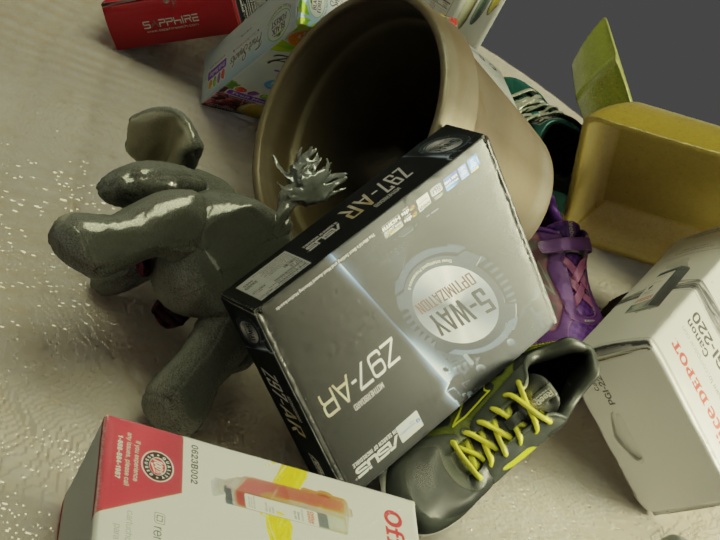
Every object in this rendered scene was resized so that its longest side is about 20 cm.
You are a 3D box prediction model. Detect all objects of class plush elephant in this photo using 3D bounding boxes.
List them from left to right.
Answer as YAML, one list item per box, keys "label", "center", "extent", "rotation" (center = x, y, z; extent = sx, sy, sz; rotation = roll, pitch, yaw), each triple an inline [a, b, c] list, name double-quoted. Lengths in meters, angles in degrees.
- label: "plush elephant"
  center: [-0.120, -0.018, 0.995]
  extent: [0.200, 0.155, 0.165]
  rotation: [-41, 114, -19]

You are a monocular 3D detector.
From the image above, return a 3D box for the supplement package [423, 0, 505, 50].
- label: "supplement package"
  center: [0.068, -0.312, 1.481]
  extent: [0.151, 0.200, 0.152]
  rotation: [38, 34, 12]

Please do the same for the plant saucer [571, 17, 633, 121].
- label: "plant saucer"
  center: [0.248, -0.126, 1.416]
  extent: [0.200, 0.048, 0.200]
  rotation: [-74, 144, -69]

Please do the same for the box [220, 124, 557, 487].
- label: "box"
  center: [0.024, 0.026, 0.961]
  extent: [0.200, 0.160, 0.043]
  rotation: [-37, 33, -22]

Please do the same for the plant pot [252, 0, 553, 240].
- label: "plant pot"
  center: [0.046, -0.084, 1.102]
  extent: [0.173, 0.200, 0.200]
  rotation: [22, 30, -41]

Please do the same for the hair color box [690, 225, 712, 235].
- label: "hair color box"
  center: [0.366, -0.007, 1.371]
  extent: [0.200, 0.065, 0.109]
  rotation: [40, 27, -25]

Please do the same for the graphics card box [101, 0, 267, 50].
- label: "graphics card box"
  center: [-0.135, -0.260, 1.333]
  extent: [0.125, 0.051, 0.200]
  rotation: [-6, 27, 20]

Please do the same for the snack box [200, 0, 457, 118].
- label: "snack box"
  center: [-0.031, -0.173, 1.228]
  extent: [0.142, 0.200, 0.053]
  rotation: [11, 73, -27]

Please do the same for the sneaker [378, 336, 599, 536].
- label: "sneaker"
  center: [0.089, 0.102, 1.007]
  extent: [0.075, 0.085, 0.200]
  rotation: [50, 52, -2]

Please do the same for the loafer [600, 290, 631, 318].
- label: "loafer"
  center: [0.282, 0.047, 1.280]
  extent: [0.200, 0.073, 0.071]
  rotation: [18, -6, -41]

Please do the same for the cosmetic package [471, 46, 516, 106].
- label: "cosmetic package"
  center: [0.087, -0.115, 1.300]
  extent: [0.071, 0.101, 0.200]
  rotation: [34, 24, -30]

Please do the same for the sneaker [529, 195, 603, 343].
- label: "sneaker"
  center: [0.163, 0.007, 1.231]
  extent: [0.080, 0.089, 0.200]
  rotation: [7, 41, -34]

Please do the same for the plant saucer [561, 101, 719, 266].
- label: "plant saucer"
  center: [0.274, -0.064, 1.210]
  extent: [0.200, 0.200, 0.049]
  rotation: [17, 65, 10]

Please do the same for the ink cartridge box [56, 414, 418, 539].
- label: "ink cartridge box"
  center: [-0.066, 0.180, 0.819]
  extent: [0.200, 0.083, 0.145]
  rotation: [19, 35, -19]

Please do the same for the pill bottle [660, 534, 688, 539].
- label: "pill bottle"
  center: [0.274, 0.254, 0.964]
  extent: [0.200, 0.111, 0.111]
  rotation: [28, 33, -4]

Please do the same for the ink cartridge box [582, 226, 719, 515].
- label: "ink cartridge box"
  center: [0.265, 0.072, 1.142]
  extent: [0.200, 0.085, 0.146]
  rotation: [-39, 104, -41]

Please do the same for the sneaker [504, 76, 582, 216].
- label: "sneaker"
  center: [0.179, -0.132, 1.418]
  extent: [0.071, 0.080, 0.200]
  rotation: [-22, 52, -11]
